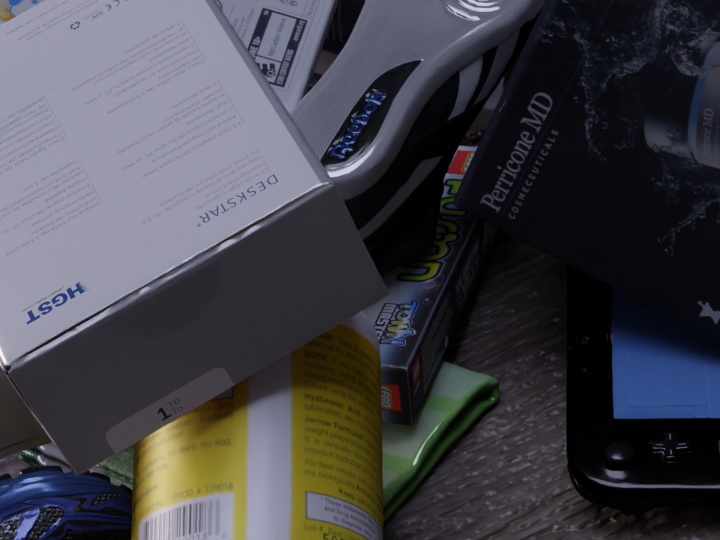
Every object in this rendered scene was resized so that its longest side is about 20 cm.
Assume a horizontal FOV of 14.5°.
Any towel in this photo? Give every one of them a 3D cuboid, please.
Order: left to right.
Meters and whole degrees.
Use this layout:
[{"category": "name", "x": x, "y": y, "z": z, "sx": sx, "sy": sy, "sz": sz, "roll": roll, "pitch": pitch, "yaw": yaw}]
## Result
[{"category": "towel", "x": -0.052, "y": 0.068, "z": 1.377, "sx": 0.200, "sy": 0.031, "sz": 0.149, "roll": 17, "pitch": 49, "yaw": 35}]

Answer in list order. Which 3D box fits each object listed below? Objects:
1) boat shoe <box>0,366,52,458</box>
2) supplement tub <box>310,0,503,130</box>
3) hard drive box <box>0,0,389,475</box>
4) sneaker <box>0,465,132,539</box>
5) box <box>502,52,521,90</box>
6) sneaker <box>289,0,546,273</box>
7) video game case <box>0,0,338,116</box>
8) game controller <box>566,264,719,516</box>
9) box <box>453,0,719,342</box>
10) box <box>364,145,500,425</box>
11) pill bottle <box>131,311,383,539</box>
[{"category": "boat shoe", "x": -0.181, "y": 0.059, "z": 1.287, "sx": 0.200, "sy": 0.075, "sz": 0.062, "roll": -37, "pitch": 45, "yaw": -12}, {"category": "supplement tub", "x": 0.005, "y": -0.164, "z": 1.552, "sx": 0.200, "sy": 0.141, "sz": 0.140, "roll": 19, "pitch": 50, "yaw": 36}, {"category": "hard drive box", "x": -0.103, "y": -0.034, "z": 1.229, "sx": 0.156, "sy": 0.077, "sz": 0.200, "roll": -29, "pitch": 45, "yaw": -2}, {"category": "sneaker", "x": -0.182, "y": 0.158, "z": 1.290, "sx": 0.200, "sy": 0.075, "sz": 0.079, "roll": -25, "pitch": 52, "yaw": -4}, {"category": "box", "x": 0.179, "y": -0.080, "z": 1.424, "sx": 0.199, "sy": 0.100, "sz": 0.075, "roll": -5, "pitch": 39, "yaw": 14}, {"category": "sneaker", "x": 0.029, "y": -0.079, "z": 1.381, "sx": 0.073, "sy": 0.112, "sz": 0.200, "roll": 28, "pitch": 59, "yaw": 25}, {"category": "video game case", "x": -0.099, "y": -0.157, "z": 1.405, "sx": 0.181, "sy": 0.024, "sz": 0.200, "roll": 15, "pitch": 45, "yaw": 2}, {"category": "game controller", "x": 0.149, "y": 0.039, "z": 1.333, "sx": 0.104, "sy": 0.042, "sz": 0.200, "roll": -7, "pitch": 39, "yaw": 10}, {"category": "box", "x": 0.176, "y": -0.082, "z": 1.283, "sx": 0.200, "sy": 0.197, "sz": 0.118, "roll": 27, "pitch": 40, "yaw": 3}, {"category": "box", "x": 0.000, "y": 0.000, "z": 1.409, "sx": 0.110, "sy": 0.035, "sz": 0.200, "roll": 6, "pitch": 35, "yaw": 17}, {"category": "pill bottle", "x": -0.045, "y": 0.071, "z": 1.253, "sx": 0.111, "sy": 0.111, "sz": 0.201, "roll": -6, "pitch": 62, "yaw": 12}]
